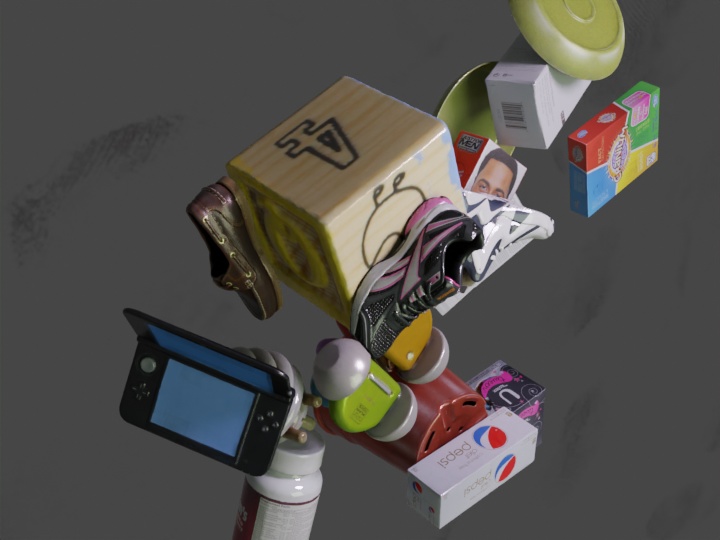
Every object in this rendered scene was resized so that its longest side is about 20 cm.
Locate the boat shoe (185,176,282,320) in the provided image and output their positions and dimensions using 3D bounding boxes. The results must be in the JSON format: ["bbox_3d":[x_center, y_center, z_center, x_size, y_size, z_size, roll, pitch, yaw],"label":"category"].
[{"bbox_3d":[-0.154,-0.014,1.247,0.070,0.070,0.201,-43,130,-29],"label":"boat shoe"}]

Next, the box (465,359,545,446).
[{"bbox_3d":[0.210,0.268,1.778,0.199,0.114,0.133,-29,133,-32],"label":"box"}]

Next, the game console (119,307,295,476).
[{"bbox_3d":[-0.185,0.142,1.188,0.116,0.198,0.178,-45,156,-74],"label":"game console"}]

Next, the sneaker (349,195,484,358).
[{"bbox_3d":[0.066,0.014,1.179,0.080,0.086,0.201,28,93,-49],"label":"sneaker"}]

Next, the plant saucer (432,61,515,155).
[{"bbox_3d":[0.159,-0.203,1.493,0.199,0.031,0.202,-25,130,-34],"label":"plant saucer"}]

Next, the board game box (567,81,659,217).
[{"bbox_3d":[0.432,-0.206,1.776,0.199,0.040,0.154,-37,136,-26],"label":"board game box"}]

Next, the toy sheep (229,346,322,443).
[{"bbox_3d":[-0.127,0.165,1.334,0.200,0.138,0.138,40,83,-36],"label":"toy sheep"}]

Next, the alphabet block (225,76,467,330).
[{"bbox_3d":[-0.011,-0.082,1.258,0.200,0.196,0.196,-41,136,-21],"label":"alphabet block"}]

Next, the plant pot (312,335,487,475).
[{"bbox_3d":[0.068,0.198,1.518,0.200,0.195,0.203,-26,131,-34],"label":"plant pot"}]

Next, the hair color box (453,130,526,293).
[{"bbox_3d":[0.143,-0.081,1.464,0.101,0.061,0.202,27,88,-43],"label":"hair color box"}]

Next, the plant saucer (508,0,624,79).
[{"bbox_3d":[0.289,-0.356,1.426,0.199,0.201,0.031,-23,170,-36],"label":"plant saucer"}]

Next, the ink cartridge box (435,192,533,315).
[{"bbox_3d":[0.168,-0.036,1.594,0.199,0.057,0.163,-37,150,5],"label":"ink cartridge box"}]

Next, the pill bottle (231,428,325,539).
[{"bbox_3d":[-0.114,0.322,1.468,0.109,0.109,0.202,-6,117,-44],"label":"pill bottle"}]

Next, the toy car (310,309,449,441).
[{"bbox_3d":[0.007,0.115,1.389,0.175,0.149,0.201,43,71,-39],"label":"toy car"}]

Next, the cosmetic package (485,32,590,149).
[{"bbox_3d":[0.257,-0.273,1.469,0.200,0.080,0.114,-53,139,-34],"label":"cosmetic package"}]

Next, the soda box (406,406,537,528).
[{"bbox_3d":[0.156,0.270,1.447,0.199,0.068,0.064,-26,131,-34],"label":"soda box"}]

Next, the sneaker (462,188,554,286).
[{"bbox_3d":[0.169,-0.035,1.410,0.198,0.079,0.131,11,102,-41],"label":"sneaker"}]
